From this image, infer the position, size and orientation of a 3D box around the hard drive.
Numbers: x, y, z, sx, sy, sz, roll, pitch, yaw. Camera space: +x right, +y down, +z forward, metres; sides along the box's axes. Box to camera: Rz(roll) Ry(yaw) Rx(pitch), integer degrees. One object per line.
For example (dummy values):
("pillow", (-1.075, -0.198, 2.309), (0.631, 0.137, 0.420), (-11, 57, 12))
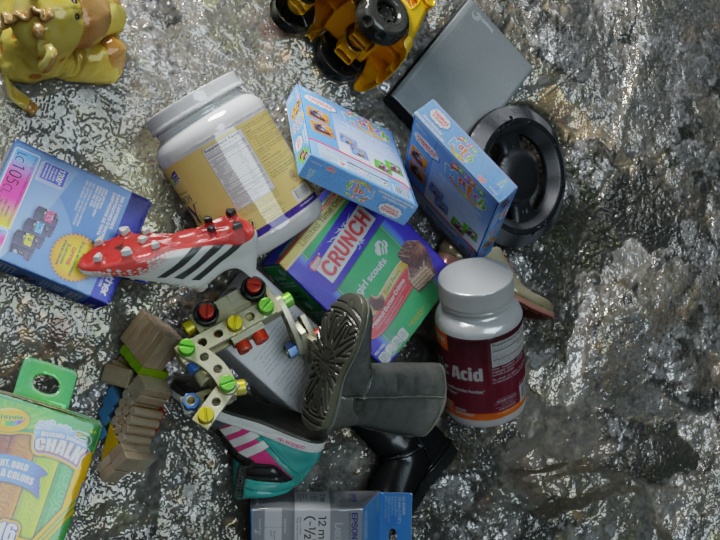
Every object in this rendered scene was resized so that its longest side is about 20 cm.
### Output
("hard drive", (0.140, -0.262, 1.467), (0.140, 0.033, 0.200), (44, 69, -16))

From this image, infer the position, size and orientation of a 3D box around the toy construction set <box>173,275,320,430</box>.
("toy construction set", (-0.129, 0.088, 1.196), (0.199, 0.092, 0.131), (-24, 72, -31))

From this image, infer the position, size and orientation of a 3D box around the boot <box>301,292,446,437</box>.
("boot", (0.033, 0.118, 1.247), (0.199, 0.073, 0.183), (8, 109, -38))

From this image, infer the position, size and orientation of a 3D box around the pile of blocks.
("pile of blocks", (-0.260, 0.150, 1.230), (0.062, 0.082, 0.201), (24, 81, -54))

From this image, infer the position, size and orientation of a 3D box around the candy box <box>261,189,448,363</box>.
("candy box", (0.000, 0.000, 1.352), (0.200, 0.077, 0.169), (45, 69, -15))

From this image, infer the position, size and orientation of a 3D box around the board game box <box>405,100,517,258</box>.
("board game box", (0.119, -0.106, 1.322), (0.037, 0.200, 0.151), (-38, 76, -14))

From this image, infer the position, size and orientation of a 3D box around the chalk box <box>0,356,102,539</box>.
("chalk box", (-0.364, 0.197, 1.133), (0.124, 0.124, 0.201), (21, 77, -23))

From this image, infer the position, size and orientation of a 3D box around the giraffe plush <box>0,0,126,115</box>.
("giraffe plush", (-0.343, -0.280, 1.163), (0.200, 0.162, 0.173), (-37, 102, -24))

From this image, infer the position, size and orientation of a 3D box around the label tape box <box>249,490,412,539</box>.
("label tape box", (-0.034, 0.346, 1.264), (0.199, 0.066, 0.144), (1, 96, -2))

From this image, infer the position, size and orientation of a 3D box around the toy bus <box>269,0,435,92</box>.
("toy bus", (-0.002, -0.369, 1.364), (0.200, 0.136, 0.192), (42, 57, -14))

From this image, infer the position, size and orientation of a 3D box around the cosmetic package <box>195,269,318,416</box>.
("cosmetic package", (-0.099, 0.102, 1.298), (0.200, 0.071, 0.102), (45, 70, -15))

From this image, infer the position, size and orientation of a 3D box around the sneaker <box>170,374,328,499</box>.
("sneaker", (-0.148, 0.211, 1.264), (0.199, 0.084, 0.121), (22, 110, 8))

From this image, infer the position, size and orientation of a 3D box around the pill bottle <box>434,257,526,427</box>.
("pill bottle", (0.156, 0.093, 1.359), (0.114, 0.114, 0.201), (-23, 122, -25))

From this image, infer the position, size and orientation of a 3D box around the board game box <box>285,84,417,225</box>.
("board game box", (-0.015, -0.148, 1.306), (0.151, 0.200, 0.037), (24, 118, -22))

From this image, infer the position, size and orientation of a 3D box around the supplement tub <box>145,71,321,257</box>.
("supplement tub", (-0.152, -0.120, 1.251), (0.145, 0.145, 0.200), (-35, 100, -24))

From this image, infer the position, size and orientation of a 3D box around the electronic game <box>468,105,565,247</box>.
("electronic game", (0.218, -0.133, 1.482), (0.199, 0.042, 0.201), (-3, 94, -34))

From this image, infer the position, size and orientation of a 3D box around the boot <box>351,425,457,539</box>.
("boot", (0.027, 0.229, 1.348), (0.198, 0.073, 0.163), (-45, 107, -29))

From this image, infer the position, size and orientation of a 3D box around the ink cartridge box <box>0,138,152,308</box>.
("ink cartridge box", (-0.332, -0.044, 1.199), (0.199, 0.076, 0.137), (25, 75, -23))

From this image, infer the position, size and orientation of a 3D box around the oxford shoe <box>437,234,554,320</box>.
("oxford shoe", (0.195, 0.006, 1.451), (0.200, 0.071, 0.074), (30, 71, -21))

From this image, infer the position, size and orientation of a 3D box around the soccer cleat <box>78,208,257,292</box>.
("soccer cleat", (-0.211, -0.009, 1.167), (0.199, 0.069, 0.086), (-13, 122, -9))
